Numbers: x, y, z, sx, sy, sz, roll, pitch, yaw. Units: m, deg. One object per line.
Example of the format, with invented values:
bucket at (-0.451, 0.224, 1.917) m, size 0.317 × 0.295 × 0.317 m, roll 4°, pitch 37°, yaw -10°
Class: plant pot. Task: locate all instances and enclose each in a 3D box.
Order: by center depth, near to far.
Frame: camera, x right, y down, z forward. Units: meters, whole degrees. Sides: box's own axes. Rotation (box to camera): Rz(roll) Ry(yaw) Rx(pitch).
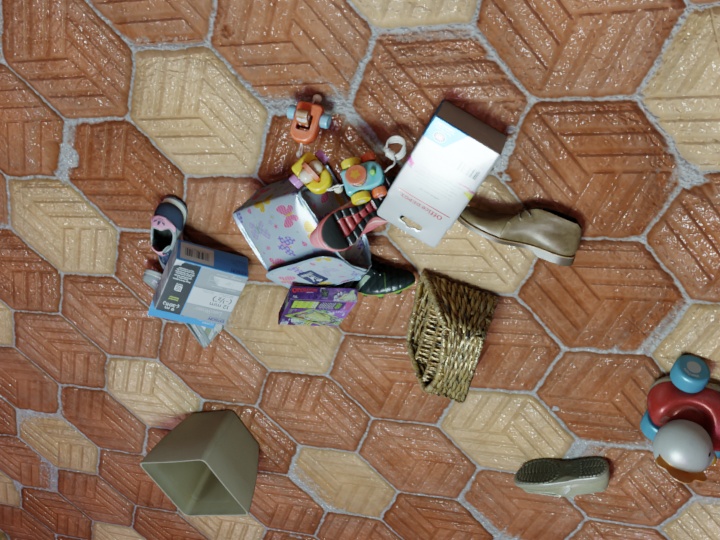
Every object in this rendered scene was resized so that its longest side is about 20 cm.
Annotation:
plant pot at (-0.348, 0.437, 2.176) m, size 0.200 × 0.177 × 0.200 m, roll -9°, pitch 127°, yaw 32°

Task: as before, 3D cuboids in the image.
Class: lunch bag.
lunch bag at (-0.093, -0.055, 1.603) m, size 0.169 × 0.127 × 0.200 m, roll -13°, pitch 117°, yaw 37°

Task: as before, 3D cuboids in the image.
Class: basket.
basket at (0.143, 0.129, 1.662) m, size 0.149 × 0.143 × 0.200 m, roll 19°, pitch 137°, yaw 7°

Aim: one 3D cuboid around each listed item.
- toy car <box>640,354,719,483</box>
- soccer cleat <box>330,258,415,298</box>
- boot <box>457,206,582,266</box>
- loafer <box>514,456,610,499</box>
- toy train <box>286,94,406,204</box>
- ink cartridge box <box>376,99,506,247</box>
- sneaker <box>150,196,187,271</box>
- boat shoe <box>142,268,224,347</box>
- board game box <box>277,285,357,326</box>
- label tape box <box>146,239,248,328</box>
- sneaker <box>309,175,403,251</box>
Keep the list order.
toy car at (0.559, 0.284, 1.564) m, size 0.176 × 0.200 × 0.185 m, roll 19°, pitch 137°, yaw 8°
soccer cleat at (0.000, 0.000, 1.670) m, size 0.199 × 0.068 × 0.081 m, roll 4°, pitch 120°, yaw 24°
boot at (0.251, -0.076, 1.479) m, size 0.199 × 0.074 × 0.076 m, roll 18°, pitch 118°, yaw 5°
loafer at (0.403, 0.420, 1.865) m, size 0.200 × 0.076 × 0.068 m, roll -11°, pitch 120°, yaw 33°
toy train at (-0.038, -0.186, 1.438) m, size 0.200 × 0.151 × 0.056 m, roll 21°, pitch 178°, yaw 13°
ink cartridge box at (0.121, -0.145, 1.439) m, size 0.115 × 0.068 × 0.200 m, roll 31°, pitch 126°, yaw -3°
sneaker at (-0.374, -0.046, 1.793) m, size 0.070 × 0.082 × 0.200 m, roll 17°, pitch 137°, yaw 11°
boat shoe at (-0.367, 0.073, 1.904) m, size 0.202 × 0.065 × 0.074 m, roll 45°, pitch 161°, yaw -24°
board game box at (-0.081, 0.068, 1.710) m, size 0.120 × 0.032 × 0.200 m, roll 7°, pitch 163°, yaw -10°
label tape box at (-0.315, 0.048, 1.804) m, size 0.143 × 0.066 × 0.200 m, roll 15°, pitch 125°, yaw -21°
sneaker at (-0.002, -0.094, 1.506) m, size 0.087 × 0.200 × 0.074 m, roll -9°, pitch 109°, yaw 61°
